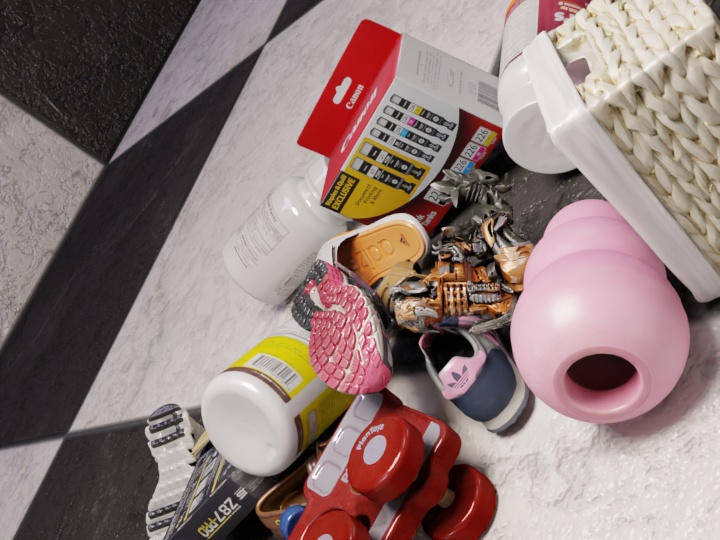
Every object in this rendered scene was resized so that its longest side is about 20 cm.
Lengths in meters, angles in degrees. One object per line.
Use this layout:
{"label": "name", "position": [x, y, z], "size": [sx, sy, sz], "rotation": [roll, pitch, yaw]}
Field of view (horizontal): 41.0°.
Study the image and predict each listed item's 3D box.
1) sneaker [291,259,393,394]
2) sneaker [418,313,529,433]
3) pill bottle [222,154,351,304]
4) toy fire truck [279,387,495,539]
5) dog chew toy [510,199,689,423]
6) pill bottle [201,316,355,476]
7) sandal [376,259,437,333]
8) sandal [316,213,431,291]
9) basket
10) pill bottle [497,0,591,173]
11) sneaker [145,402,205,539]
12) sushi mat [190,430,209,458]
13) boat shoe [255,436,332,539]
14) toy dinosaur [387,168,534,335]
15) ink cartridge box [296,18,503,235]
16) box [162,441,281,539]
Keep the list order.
{"label": "sneaker", "position": [-0.003, 0.050, 0.871], "size": [0.081, 0.074, 0.200], "rotation": [-59, 22, 13]}
{"label": "sneaker", "position": [0.083, 0.065, 0.863], "size": [0.070, 0.082, 0.200], "rotation": [-51, 22, 6]}
{"label": "pill bottle", "position": [-0.082, -0.058, 1.274], "size": [0.200, 0.114, 0.115], "rotation": [-43, 27, 24]}
{"label": "toy fire truck", "position": [0.002, 0.199, 0.796], "size": [0.201, 0.112, 0.168], "rotation": [-59, 28, -11]}
{"label": "dog chew toy", "position": [0.176, 0.017, 0.722], "size": [0.124, 0.124, 0.201], "rotation": [-38, 21, 31]}
{"label": "pill bottle", "position": [-0.061, 0.110, 0.969], "size": [0.109, 0.110, 0.200], "rotation": [-33, 3, 39]}
{"label": "sandal", "position": [0.044, 0.018, 0.984], "size": [0.082, 0.055, 0.200], "rotation": [-50, 10, -14]}
{"label": "sandal", "position": [-0.004, -0.007, 1.082], "size": [0.059, 0.080, 0.206], "rotation": [-37, 4, -38]}
{"label": "basket", "position": [0.226, -0.102, 0.681], "size": [0.123, 0.200, 0.136], "rotation": [-37, 30, 24]}
{"label": "pill bottle", "position": [0.192, -0.197, 0.960], "size": [0.109, 0.109, 0.201], "rotation": [-33, 33, 39]}
{"label": "sneaker", "position": [-0.212, 0.264, 1.170], "size": [0.074, 0.081, 0.202], "rotation": [-16, 58, 16]}
{"label": "sushi mat", "position": [-0.141, 0.147, 1.091], "size": [0.096, 0.012, 0.200], "rotation": [-58, 7, -36]}
{"label": "boat shoe", "position": [-0.021, 0.194, 0.908], "size": [0.200, 0.067, 0.072], "rotation": [-43, 27, 24]}
{"label": "toy dinosaur", "position": [0.119, -0.008, 0.839], "size": [0.103, 0.198, 0.136], "rotation": [108, 149, -44]}
{"label": "ink cartridge box", "position": [0.036, -0.143, 1.040], "size": [0.200, 0.174, 0.084], "rotation": [124, 162, -44]}
{"label": "box", "position": [-0.135, 0.210, 1.061], "size": [0.161, 0.049, 0.200], "rotation": [-49, 11, 22]}
